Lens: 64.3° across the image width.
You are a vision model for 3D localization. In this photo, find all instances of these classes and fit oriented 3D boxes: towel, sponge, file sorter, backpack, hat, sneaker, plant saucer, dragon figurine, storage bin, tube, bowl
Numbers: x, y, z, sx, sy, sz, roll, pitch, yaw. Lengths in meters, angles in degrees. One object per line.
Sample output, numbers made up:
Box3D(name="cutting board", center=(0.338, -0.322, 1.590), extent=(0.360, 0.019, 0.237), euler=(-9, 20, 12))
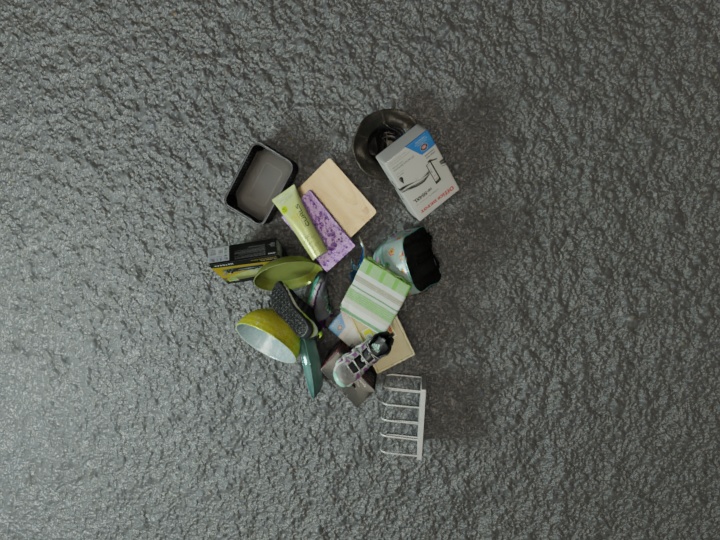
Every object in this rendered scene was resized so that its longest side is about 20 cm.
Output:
Box3D(name="towel", center=(0.040, 0.069, 1.520), extent=(0.148, 0.031, 0.202), euler=(30, 129, 4))
Box3D(name="sponge", center=(-0.116, -0.110, 1.582), extent=(0.111, 0.030, 0.201), euler=(-39, 94, 8))
Box3D(name="file sorter", center=(0.123, 0.414, 1.650), extent=(0.122, 0.139, 0.204), euler=(3, 98, 6))
Box3D(name="backpack", center=(0.121, -0.017, 1.562), extent=(0.151, 0.200, 0.179), euler=(-13, 98, 23))
Box3D(name="hat", center=(0.068, -0.349, 1.582), extent=(0.196, 0.081, 0.205), euler=(-3, 102, -12))
Box3D(name="sneaker", center=(-0.107, 0.086, 1.639), extent=(0.086, 0.075, 0.202), euler=(16, 130, -9))
Box3D(name="plant saucer", center=(-0.203, 0.005, 1.604), extent=(0.196, 0.200, 0.032), euler=(-16, 69, 6))
Box3D(name="dragon figurine", center=(0.000, 0.000, 1.593), extent=(0.098, 0.060, 0.201), euler=(-13, 134, 18))
Box3D(name="sneaker", center=(0.019, 0.215, 1.488), extent=(0.078, 0.200, 0.140), euler=(49, 135, 1))
Box3D(name="storage bin", center=(-0.278, -0.243, 1.615), extent=(0.134, 0.094, 0.202), euler=(30, 98, 0))
Box3D(name="tube", center=(-0.160, -0.125, 1.547), extent=(0.058, 0.052, 0.202), euler=(-30, 89, -30))
Box3D(name="bowl", center=(-0.246, 0.167, 1.642), extent=(0.198, 0.201, 0.109), euler=(29, 64, 0))
Box3D(name="plant saucer", center=(-0.140, 0.260, 1.627), extent=(0.035, 0.200, 0.204), euler=(-10, 97, -13))
Box3D(name="sneaker", center=(-0.175, 0.114, 1.588), extent=(0.072, 0.082, 0.201), euler=(-50, 62, 25))

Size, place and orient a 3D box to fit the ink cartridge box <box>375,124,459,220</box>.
Box3D(name="ink cartridge box", center=(0.156, -0.261, 1.538), extent=(0.145, 0.084, 0.201), euler=(-38, 120, 0))

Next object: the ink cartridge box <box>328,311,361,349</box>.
Box3D(name="ink cartridge box", center=(0.018, 0.181, 1.661), extent=(0.199, 0.067, 0.116), euler=(41, 97, -1))

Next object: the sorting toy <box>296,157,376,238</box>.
Box3D(name="sorting toy", center=(-0.087, -0.174, 1.622), extent=(0.198, 0.070, 0.200), euler=(-42, 93, 8))

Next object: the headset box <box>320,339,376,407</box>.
Box3D(name="headset box", center=(-0.029, 0.285, 1.612), extent=(0.075, 0.200, 0.149), euler=(-44, 92, 8))

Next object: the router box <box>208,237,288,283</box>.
Box3D(name="router box", center=(-0.308, -0.024, 1.612), extent=(0.196, 0.158, 0.053), euler=(-9, 69, 6))

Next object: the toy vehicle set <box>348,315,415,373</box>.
Box3D(name="toy vehicle set", center=(0.057, 0.173, 1.610), extent=(0.123, 0.027, 0.203), euler=(-26, 94, 5))
